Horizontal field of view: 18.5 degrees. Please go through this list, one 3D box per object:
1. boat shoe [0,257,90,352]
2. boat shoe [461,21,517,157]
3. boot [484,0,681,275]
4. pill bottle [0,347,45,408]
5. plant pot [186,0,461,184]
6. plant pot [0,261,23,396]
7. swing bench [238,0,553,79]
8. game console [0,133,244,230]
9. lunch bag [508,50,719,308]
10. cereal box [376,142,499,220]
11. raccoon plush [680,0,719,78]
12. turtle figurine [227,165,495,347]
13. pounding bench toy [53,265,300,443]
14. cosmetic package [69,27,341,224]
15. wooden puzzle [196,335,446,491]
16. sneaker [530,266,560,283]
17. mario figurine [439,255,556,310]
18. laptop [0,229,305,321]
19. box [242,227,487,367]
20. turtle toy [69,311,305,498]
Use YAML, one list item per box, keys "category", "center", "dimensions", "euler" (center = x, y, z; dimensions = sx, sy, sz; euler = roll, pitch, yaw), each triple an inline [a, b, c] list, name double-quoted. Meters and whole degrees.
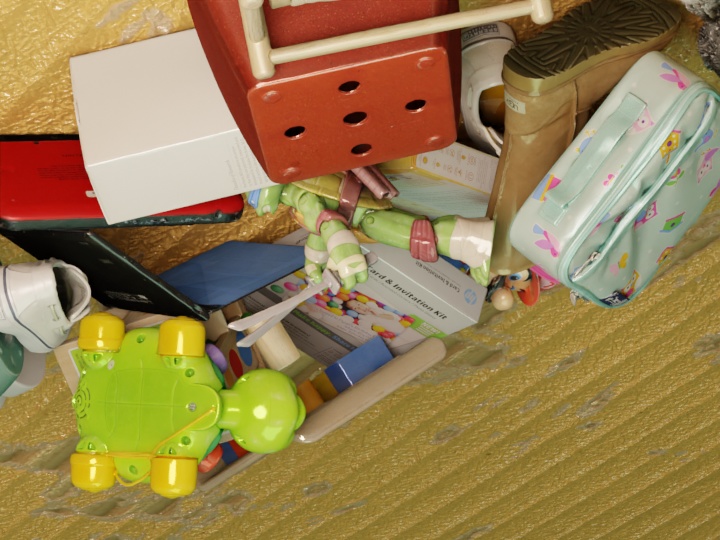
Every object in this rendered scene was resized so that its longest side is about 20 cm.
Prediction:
- category: "boat shoe"
  center: [-0.249, 0.027, 1.794]
  dimensions: [0.067, 0.074, 0.200]
  euler: [-13, 179, 6]
- category: "boat shoe"
  center: [0.120, -0.124, 1.800]
  dimensions: [0.071, 0.070, 0.200]
  euler: [-15, 153, 4]
- category: "boot"
  center: [0.169, -0.110, 1.756]
  dimensions: [0.175, 0.066, 0.200]
  euler: [-23, 138, -24]
- category: "pill bottle"
  center: [-0.385, 0.095, 1.956]
  dimensions: [0.200, 0.116, 0.116]
  euler: [-24, 151, 21]
- category: "plant pot"
  center: [-0.020, -0.176, 1.522]
  dimensions: [0.200, 0.176, 0.200]
  euler: [-12, 154, 0]
- category: "plant pot"
  center: [-0.366, 0.047, 1.775]
  dimensions: [0.161, 0.201, 0.201]
  euler: [-15, 153, 4]
- category: "swing bench"
  center: [0.007, -0.249, 1.382]
  dimensions: [0.199, 0.200, 0.130]
  euler: [-11, 164, -2]
- category: "game console"
  center: [-0.212, -0.046, 1.765]
  dimensions: [0.200, 0.172, 0.119]
  euler: [-3, 125, -19]
- category: "lunch bag"
  center: [0.209, -0.065, 1.715]
  dimensions: [0.200, 0.077, 0.160]
  euler: [-54, 154, 4]
- category: "cereal box"
  center: [0.059, -0.077, 1.839]
  dimensions: [0.144, 0.040, 0.200]
  euler: [1, 169, 43]
- category: "raccoon plush"
  center: [0.310, -0.149, 1.762]
  dimensions: [0.200, 0.134, 0.097]
  euler: [12, 145, -40]
- category: "turtle figurine"
  center: [0.000, 0.000, 1.700]
  dimensions: [0.194, 0.200, 0.144]
  euler: [7, 150, -1]
- category: "pounding bench toy"
  center: [-0.134, 0.066, 1.917]
  dimensions: [0.200, 0.124, 0.156]
  euler: [-18, -164, 17]
- category: "cosmetic package"
  center: [-0.110, -0.119, 1.656]
  dimensions: [0.200, 0.113, 0.081]
  euler: [-13, 145, 3]
- category: "wooden puzzle"
  center: [-0.043, 0.117, 1.944]
  dimensions: [0.185, 0.046, 0.200]
  euler: [-30, -179, -36]
- category: "sneaker"
  center: [0.213, -0.085, 1.921]
  dimensions: [0.081, 0.088, 0.200]
  euler: [38, 115, -8]
- category: "mario figurine"
  center: [0.086, 0.004, 1.989]
  dimensions: [0.200, 0.106, 0.123]
  euler: [1, -172, -11]
- category: "laptop"
  center: [-0.163, -0.026, 1.827]
  dimensions: [0.200, 0.116, 0.187]
  euler: [37, 163, -28]
- category: "box"
  center: [-0.009, 0.020, 1.950]
  dimensions: [0.156, 0.041, 0.200]
  euler: [34, 145, -24]
- category: "turtle toy"
  center: [-0.144, 0.110, 1.782]
  dimensions: [0.200, 0.146, 0.101]
  euler: [2, 176, 25]
